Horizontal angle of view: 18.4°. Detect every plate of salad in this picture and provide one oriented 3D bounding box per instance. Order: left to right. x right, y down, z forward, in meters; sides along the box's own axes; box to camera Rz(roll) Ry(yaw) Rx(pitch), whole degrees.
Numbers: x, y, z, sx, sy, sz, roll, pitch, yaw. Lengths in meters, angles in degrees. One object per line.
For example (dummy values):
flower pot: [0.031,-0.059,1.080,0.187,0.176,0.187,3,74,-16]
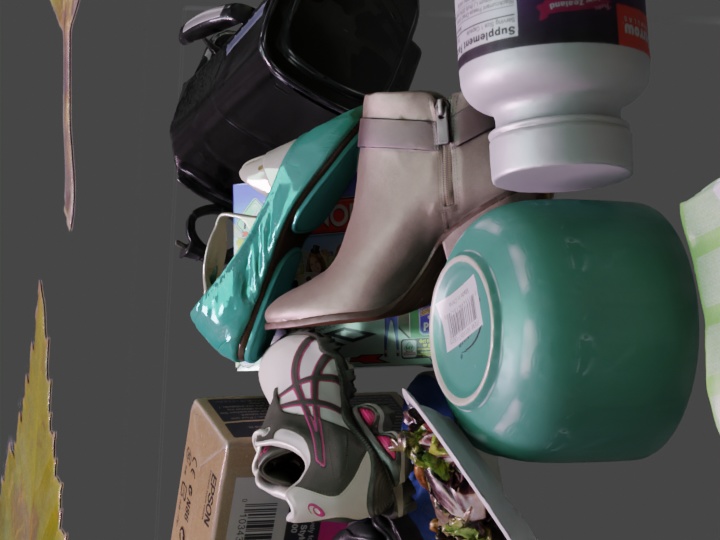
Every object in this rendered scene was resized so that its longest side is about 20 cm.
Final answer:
plate of salad: [0.073,0.159,1.332,0.200,0.048,0.200,56,178,3]

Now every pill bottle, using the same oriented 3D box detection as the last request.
pill bottle: [0.111,-0.151,1.296,0.111,0.111,0.200,158,111,-65]

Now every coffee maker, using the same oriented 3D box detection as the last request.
coffee maker: [-0.048,-0.121,1.635,0.200,0.135,0.192,145,126,-60]

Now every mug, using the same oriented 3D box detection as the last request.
mug: [0.106,0.049,1.294,0.152,0.114,0.185,-133,49,-58]

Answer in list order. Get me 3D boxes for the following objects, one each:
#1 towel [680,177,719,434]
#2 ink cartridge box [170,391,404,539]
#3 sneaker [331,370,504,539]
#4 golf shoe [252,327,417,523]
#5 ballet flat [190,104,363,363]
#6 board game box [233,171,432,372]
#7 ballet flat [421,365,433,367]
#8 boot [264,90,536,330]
towel: [0.224,-0.001,1.128,0.200,0.031,0.149,142,126,-62]
ink cartridge box: [-0.047,0.191,1.583,0.075,0.165,0.200,-134,49,-56]
sneaker: [0.032,0.152,1.467,0.077,0.111,0.200,122,142,-50]
golf shoe: [-0.037,0.098,1.444,0.200,0.088,0.077,-137,37,-58]
ballet flat: [-0.061,-0.035,1.504,0.200,0.070,0.067,-63,-14,12]
board game box: [0.000,0.000,1.525,0.200,0.029,0.135,-4,85,34]
ballet flat: [0.001,0.007,1.596,0.200,0.068,0.068,-115,10,-49]
boot: [0.021,-0.043,1.445,0.070,0.200,0.146,-16,-83,-73]
